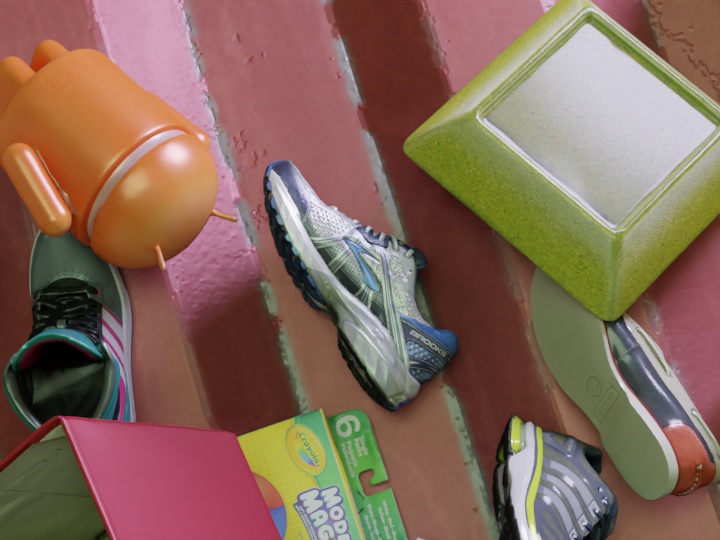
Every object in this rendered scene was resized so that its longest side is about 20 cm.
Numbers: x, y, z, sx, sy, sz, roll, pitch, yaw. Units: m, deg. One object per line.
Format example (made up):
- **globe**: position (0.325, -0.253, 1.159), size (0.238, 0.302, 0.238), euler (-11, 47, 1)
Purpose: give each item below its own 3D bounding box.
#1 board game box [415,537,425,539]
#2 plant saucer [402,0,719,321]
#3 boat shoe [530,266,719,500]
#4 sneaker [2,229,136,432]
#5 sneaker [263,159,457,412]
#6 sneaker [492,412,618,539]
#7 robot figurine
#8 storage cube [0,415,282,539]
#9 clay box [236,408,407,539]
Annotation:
- **board game box**: position (0.100, 0.309, 1.415), size (0.199, 0.056, 0.197), euler (17, 79, 10)
- **plant saucer**: position (0.168, -0.096, 1.473), size (0.200, 0.048, 0.200), euler (41, 64, 13)
- **boat shoe**: position (0.186, 0.072, 1.458), size (0.062, 0.071, 0.201), euler (-9, 56, -33)
- **sneaker**: position (-0.211, 0.047, 1.477), size (0.083, 0.121, 0.201), euler (-13, 75, 3)
- **sneaker**: position (0.000, 0.000, 1.498), size (0.085, 0.077, 0.201), euler (-31, 83, -12)
- **sneaker**: position (0.135, 0.174, 1.397), size (0.080, 0.074, 0.201), euler (6, 40, -3)
- **robot figurine**: position (-0.186, -0.080, 1.504), size (0.200, 0.144, 0.117), euler (41, 96, 16)
- **storage cube**: position (-0.158, 0.216, 1.330), size (0.171, 0.179, 0.201), euler (-38, 65, 24)
- **clay box**: position (-0.076, 0.176, 1.469), size (0.199, 0.048, 0.115), euler (-20, 76, 3)
